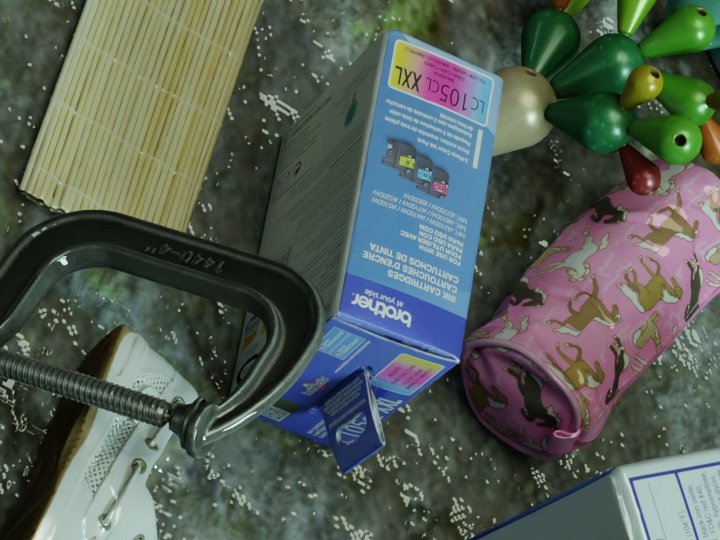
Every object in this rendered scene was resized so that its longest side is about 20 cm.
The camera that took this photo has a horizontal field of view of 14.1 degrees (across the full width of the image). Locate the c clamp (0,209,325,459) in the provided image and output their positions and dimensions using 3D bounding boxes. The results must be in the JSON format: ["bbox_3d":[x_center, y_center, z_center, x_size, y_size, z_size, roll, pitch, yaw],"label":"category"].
[{"bbox_3d":[-0.123,0.040,1.389,0.199,0.027,0.171,12,48,18],"label":"c clamp"}]

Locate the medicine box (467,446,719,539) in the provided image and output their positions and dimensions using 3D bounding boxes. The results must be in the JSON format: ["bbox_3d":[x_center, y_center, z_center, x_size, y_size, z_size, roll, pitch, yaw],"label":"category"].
[{"bbox_3d":[0.168,0.159,1.496,0.199,0.182,0.103,-6,73,-35],"label":"medicine box"}]

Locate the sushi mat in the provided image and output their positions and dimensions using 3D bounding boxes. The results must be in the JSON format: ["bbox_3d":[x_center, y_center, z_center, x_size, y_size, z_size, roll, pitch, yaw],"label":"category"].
[{"bbox_3d":[-0.111,-0.101,1.529,0.095,0.012,0.201,28,58,-20],"label":"sushi mat"}]

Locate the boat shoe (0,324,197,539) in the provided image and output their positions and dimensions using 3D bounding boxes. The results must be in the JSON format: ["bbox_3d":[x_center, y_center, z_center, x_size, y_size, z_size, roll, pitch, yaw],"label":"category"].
[{"bbox_3d":[-0.127,0.119,1.391,0.069,0.071,0.200,33,55,-15],"label":"boat shoe"}]

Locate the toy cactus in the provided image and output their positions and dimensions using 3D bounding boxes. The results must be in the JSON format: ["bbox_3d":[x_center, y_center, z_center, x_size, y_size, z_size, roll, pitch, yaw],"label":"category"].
[{"bbox_3d":[0.121,-0.102,1.620,0.164,0.102,0.200,-24,49,0],"label":"toy cactus"}]

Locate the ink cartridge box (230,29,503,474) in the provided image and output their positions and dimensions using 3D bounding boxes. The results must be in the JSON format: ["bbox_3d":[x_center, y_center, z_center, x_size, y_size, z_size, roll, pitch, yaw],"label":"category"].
[{"bbox_3d":[0.000,0.000,1.481,0.076,0.136,0.201,22,60,-17],"label":"ink cartridge box"}]

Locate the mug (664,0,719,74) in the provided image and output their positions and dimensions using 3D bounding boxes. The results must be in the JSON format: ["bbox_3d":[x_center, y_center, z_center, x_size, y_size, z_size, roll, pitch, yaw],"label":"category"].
[{"bbox_3d":[0.289,-0.157,1.746,0.152,0.114,0.185,49,53,-6],"label":"mug"}]

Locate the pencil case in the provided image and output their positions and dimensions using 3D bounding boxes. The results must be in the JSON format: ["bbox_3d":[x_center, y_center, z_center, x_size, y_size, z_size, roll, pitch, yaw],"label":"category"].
[{"bbox_3d":[0.136,0.020,1.598,0.200,0.086,0.083,-42,128,-37],"label":"pencil case"}]
